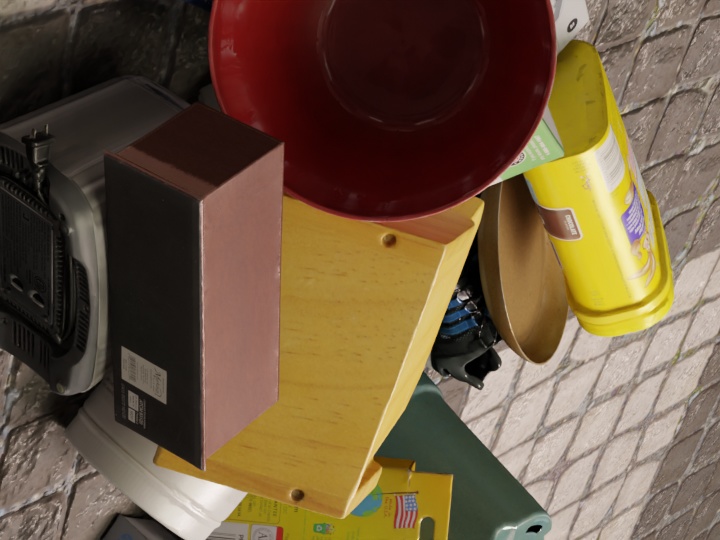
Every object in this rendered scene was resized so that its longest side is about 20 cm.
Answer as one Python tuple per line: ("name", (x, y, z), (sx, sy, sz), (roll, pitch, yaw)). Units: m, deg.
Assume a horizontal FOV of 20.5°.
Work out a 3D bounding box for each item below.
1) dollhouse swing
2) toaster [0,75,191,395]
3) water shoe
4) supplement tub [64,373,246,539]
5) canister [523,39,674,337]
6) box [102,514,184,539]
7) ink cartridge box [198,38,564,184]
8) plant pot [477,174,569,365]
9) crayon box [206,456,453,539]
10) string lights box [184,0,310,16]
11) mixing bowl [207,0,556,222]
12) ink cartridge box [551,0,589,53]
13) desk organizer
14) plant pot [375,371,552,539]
("dollhouse swing", (-0.024, 0.025, 1.303), (0.176, 0.182, 0.200), (-88, -164, -67))
("toaster", (-0.160, -0.032, 1.207), (0.129, 0.114, 0.200), (-33, 143, -38))
("water shoe", (0.094, 0.023, 1.657), (0.072, 0.079, 0.200), (-50, 159, -28))
("supplement tub", (-0.097, 0.077, 1.401), (0.200, 0.132, 0.132), (-50, 152, -3))
("canister", (0.183, -0.067, 1.594), (0.087, 0.149, 0.200), (-14, 133, 13))
("box", (-0.171, 0.278, 1.619), (0.156, 0.041, 0.200), (-55, 153, 6))
("ink cartridge box", (0.015, -0.097, 1.318), (0.200, 0.084, 0.146), (-23, 154, 13))
("plant pot", (0.135, -0.022, 1.641), (0.200, 0.027, 0.200), (-1, 90, -67))
("crayon box", (-0.031, 0.205, 1.542), (0.051, 0.200, 0.127), (-32, 127, -83))
("string lights box", (-0.085, -0.208, 1.165), (0.103, 0.059, 0.200), (-57, 151, 9))
("mixing bowl", (0.018, -0.133, 1.174), (0.200, 0.200, 0.108), (-58, 177, 11))
("ink cartridge box", (0.081, -0.179, 1.461), (0.200, 0.041, 0.200), (-47, 151, -9))
("desk organizer", (-0.095, 0.010, 1.159), (0.077, 0.072, 0.200), (-38, 144, -41))
("plant pot", (0.039, 0.196, 1.651), (0.200, 0.196, 0.200), (-37, 153, -22))
